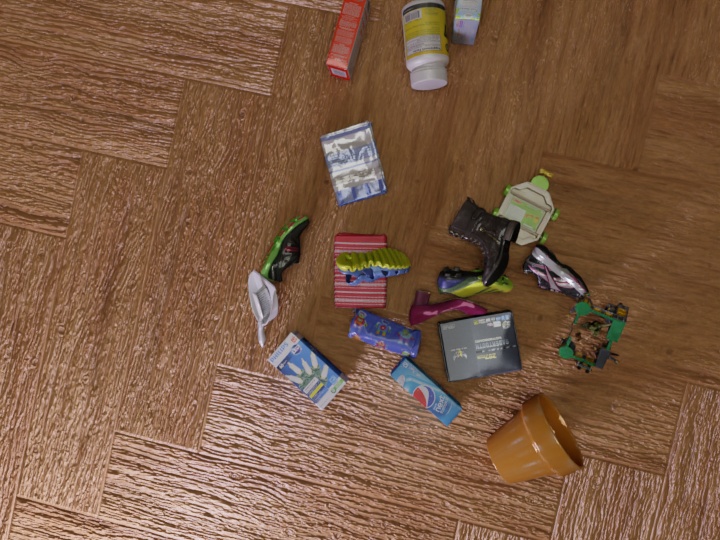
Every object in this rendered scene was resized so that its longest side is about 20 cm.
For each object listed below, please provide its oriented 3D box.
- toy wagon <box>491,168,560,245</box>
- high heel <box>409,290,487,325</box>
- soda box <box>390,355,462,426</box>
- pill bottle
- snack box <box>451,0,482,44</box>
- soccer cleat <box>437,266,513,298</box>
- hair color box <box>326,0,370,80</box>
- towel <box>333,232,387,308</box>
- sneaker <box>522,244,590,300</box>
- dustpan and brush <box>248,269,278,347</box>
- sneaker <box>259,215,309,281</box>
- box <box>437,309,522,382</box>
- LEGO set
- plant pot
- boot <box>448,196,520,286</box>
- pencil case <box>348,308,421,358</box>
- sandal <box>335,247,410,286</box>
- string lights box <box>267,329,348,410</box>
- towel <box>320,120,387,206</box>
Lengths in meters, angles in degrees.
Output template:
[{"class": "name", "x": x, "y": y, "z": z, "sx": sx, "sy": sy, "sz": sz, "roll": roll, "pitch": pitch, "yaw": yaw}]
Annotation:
[{"class": "toy wagon", "x": 0.441, "y": -0.168, "z": 1.570, "sx": 0.154, "sy": 0.040, "sz": 0.201, "roll": 27, "pitch": 93, "yaw": 3}, {"class": "high heel", "x": 0.229, "y": 0.117, "z": 1.578, "sx": 0.198, "sy": 0.067, "sz": 0.097, "roll": 10, "pitch": 83, "yaw": 19}, {"class": "soda box", "x": 0.173, "y": 0.315, "z": 1.587, "sx": 0.200, "sy": 0.068, "sz": 0.064, "roll": 41, "pitch": 94, "yaw": 2}, {"class": "pill bottle", "x": 0.169, "y": -0.578, "z": 1.543, "sx": 0.113, "sy": 0.114, "sz": 0.202, "roll": -5, "pitch": 92, "yaw": 5}, {"class": "snack box", "x": 0.273, "y": -0.696, "z": 1.505, "sx": 0.067, "sy": 0.169, "sz": 0.202, "roll": 5, "pitch": 91, "yaw": 5}, {"class": "soccer cleat", "x": 0.300, "y": 0.039, "z": 1.584, "sx": 0.198, "sy": 0.065, "sz": 0.084, "roll": 6, "pitch": 121, "yaw": 0}, {"class": "hair color box", "x": -0.030, "y": -0.613, "z": 1.565, "sx": 0.061, "sy": 0.102, "sz": 0.202, "roll": 17, "pitch": 92, "yaw": 4}, {"class": "towel", "x": 0.000, "y": 0.000, "z": 1.617, "sx": 0.143, "sy": 0.022, "sz": 0.202, "roll": 1, "pitch": 93, "yaw": 2}, {"class": "sneaker", "x": 0.507, "y": 0.023, "z": 1.562, "sx": 0.200, "sy": 0.080, "sz": 0.086, "roll": 42, "pitch": 117, "yaw": 1}, {"class": "dustpan and brush", "x": -0.263, "y": 0.116, "z": 1.609, "sx": 0.057, "sy": 0.139, "sz": 0.202, "roll": -25, "pitch": 125, "yaw": -27}, {"class": "sneaker", "x": -0.194, "y": -0.059, "z": 1.614, "sx": 0.083, "sy": 0.077, "sz": 0.201, "roll": 32, "pitch": 92, "yaw": -22}, {"class": "box", "x": 0.313, "y": 0.198, "z": 1.582, "sx": 0.198, "sy": 0.051, "sz": 0.159, "roll": -9, "pitch": 92, "yaw": 4}, {"class": "LEGO set", "x": 0.598, "y": 0.148, "z": 1.535, "sx": 0.153, "sy": 0.116, "sz": 0.202, "roll": 14, "pitch": 116, "yaw": 24}, {"class": "plant pot", "x": 0.429, "y": 0.443, "z": 1.520, "sx": 0.183, "sy": 0.200, "sz": 0.201, "roll": -35, "pitch": 89, "yaw": 20}, {"class": "boot", "x": 0.304, "y": -0.075, "z": 1.552, "sx": 0.173, "sy": 0.069, "sz": 0.201, "roll": 24, "pitch": 89, "yaw": 30}, {"class": "pencil case", "x": 0.066, "y": 0.165, "z": 1.588, "sx": 0.198, "sy": 0.078, "sz": 0.087, "roll": 19, "pitch": 54, "yaw": 5}, {"class": "sandal", "x": 0.033, "y": -0.006, "z": 1.577, "sx": 0.198, "sy": 0.080, "sz": 0.088, "roll": -1, "pitch": 130, "yaw": -5}, {"class": "string lights box", "x": -0.140, "y": 0.266, "z": 1.615, "sx": 0.200, "sy": 0.059, "sz": 0.103, "roll": 41, "pitch": 95, "yaw": 3}, {"class": "towel", "x": -0.017, "y": -0.287, "z": 1.610, "sx": 0.146, "sy": 0.024, "sz": 0.202, "roll": -15, "pitch": 90, "yaw": 5}]
